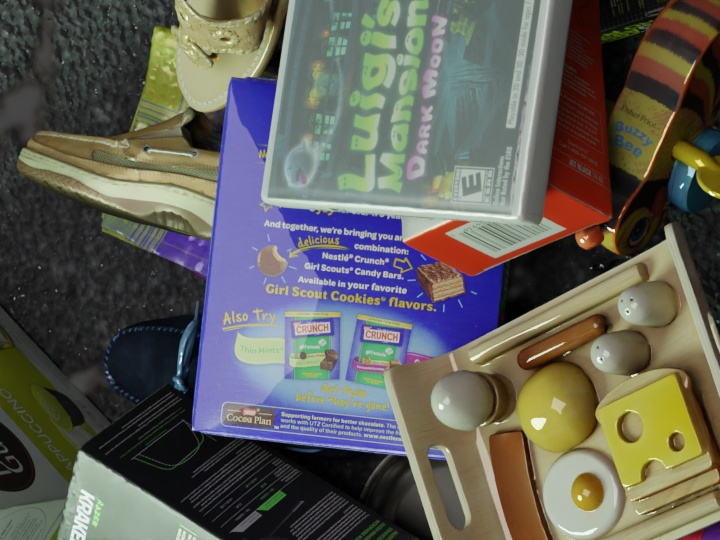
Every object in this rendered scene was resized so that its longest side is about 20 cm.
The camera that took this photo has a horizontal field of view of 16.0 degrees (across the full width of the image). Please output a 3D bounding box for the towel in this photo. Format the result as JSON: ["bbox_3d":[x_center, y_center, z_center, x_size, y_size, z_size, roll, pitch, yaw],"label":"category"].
[{"bbox_3d":[-0.066,-0.054,1.560,0.199,0.023,0.144,26,105,26],"label":"towel"}]

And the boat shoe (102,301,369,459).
[{"bbox_3d":[-0.078,0.065,1.542,0.199,0.069,0.085,6,95,31],"label":"boat shoe"}]

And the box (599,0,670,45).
[{"bbox_3d":[0.135,-0.231,1.428,0.160,0.044,0.201,-15,84,30],"label":"box"}]

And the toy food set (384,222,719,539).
[{"bbox_3d":[0.109,0.080,1.318,0.200,0.060,0.144,-29,72,36],"label":"toy food set"}]

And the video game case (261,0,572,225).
[{"bbox_3d":[0.031,-0.128,1.319,0.181,0.023,0.201,5,86,42],"label":"video game case"}]

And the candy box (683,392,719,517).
[{"bbox_3d":[0.252,0.046,1.284,0.116,0.056,0.201,26,109,26],"label":"candy box"}]

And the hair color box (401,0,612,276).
[{"bbox_3d":[0.074,-0.109,1.359,0.101,0.061,0.201,-22,57,37],"label":"hair color box"}]

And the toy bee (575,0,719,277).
[{"bbox_3d":[0.153,-0.050,1.360,0.130,0.108,0.201,8,107,35],"label":"toy bee"}]

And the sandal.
[{"bbox_3d":[-0.074,-0.167,1.448,0.212,0.069,0.078,-46,64,40],"label":"sandal"}]

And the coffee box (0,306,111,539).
[{"bbox_3d":[-0.288,0.147,1.591,0.200,0.197,0.200,43,111,21],"label":"coffee box"}]

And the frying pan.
[{"bbox_3d":[0.081,0.129,1.476,0.190,0.031,0.115,-39,76,13],"label":"frying pan"}]

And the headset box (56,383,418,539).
[{"bbox_3d":[-0.076,0.197,1.493,0.199,0.093,0.175,31,127,19],"label":"headset box"}]

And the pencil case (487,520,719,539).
[{"bbox_3d":[0.163,0.164,1.387,0.199,0.088,0.089,-1,91,20],"label":"pencil case"}]

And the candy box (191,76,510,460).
[{"bbox_3d":[0.000,0.000,1.443,0.168,0.077,0.201,7,88,2],"label":"candy box"}]

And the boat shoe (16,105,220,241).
[{"bbox_3d":[-0.111,-0.063,1.542,0.199,0.072,0.077,16,87,19],"label":"boat shoe"}]
